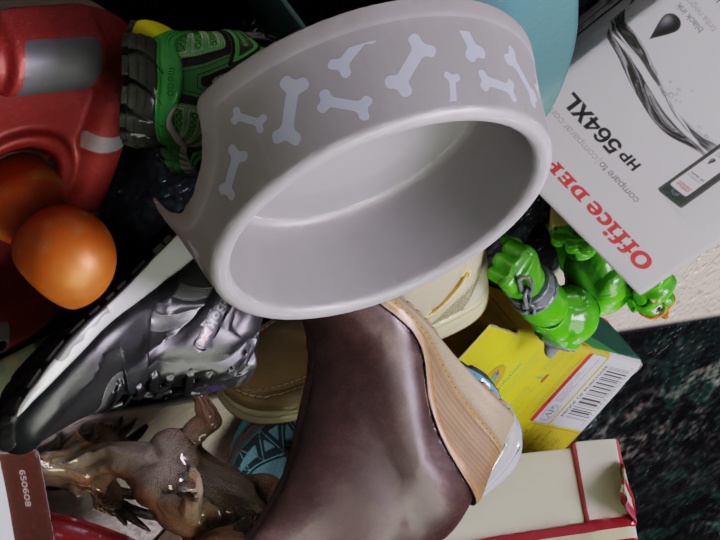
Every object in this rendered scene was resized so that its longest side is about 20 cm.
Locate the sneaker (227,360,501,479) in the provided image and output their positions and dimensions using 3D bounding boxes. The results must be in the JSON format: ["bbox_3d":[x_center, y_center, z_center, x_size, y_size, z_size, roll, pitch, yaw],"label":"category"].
[{"bbox_3d":[-0.010,0.119,1.472,0.200,0.096,0.079,-20,123,30],"label":"sneaker"}]

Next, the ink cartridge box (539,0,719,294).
[{"bbox_3d":[0.194,-0.101,1.354,0.200,0.146,0.084,-38,-164,31],"label":"ink cartridge box"}]

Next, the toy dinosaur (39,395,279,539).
[{"bbox_3d":[-0.099,0.140,1.412,0.136,0.200,0.086,-43,-170,52],"label":"toy dinosaur"}]

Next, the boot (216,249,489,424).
[{"bbox_3d":[0.000,0.000,1.409,0.200,0.073,0.156,-25,146,-23],"label":"boot"}]

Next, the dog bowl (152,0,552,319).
[{"bbox_3d":[0.002,-0.046,1.117,0.200,0.059,0.200,-18,154,-9],"label":"dog bowl"}]

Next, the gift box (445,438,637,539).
[{"bbox_3d":[0.115,0.225,1.615,0.186,0.185,0.200,-5,165,-12],"label":"gift box"}]

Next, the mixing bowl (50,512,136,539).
[{"bbox_3d":[-0.182,0.214,1.422,0.200,0.200,0.109,52,50,-58],"label":"mixing bowl"}]

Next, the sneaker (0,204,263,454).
[{"bbox_3d":[-0.098,0.038,1.188,0.200,0.088,0.076,-45,-171,-27],"label":"sneaker"}]

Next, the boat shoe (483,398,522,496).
[{"bbox_3d":[0.026,0.156,1.522,0.200,0.074,0.065,-49,163,-11],"label":"boat shoe"}]

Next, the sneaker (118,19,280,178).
[{"bbox_3d":[-0.063,-0.082,1.178,0.200,0.085,0.078,-22,117,-82],"label":"sneaker"}]

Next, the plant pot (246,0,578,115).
[{"bbox_3d":[0.027,-0.133,1.219,0.141,0.141,0.200,-33,152,-7],"label":"plant pot"}]

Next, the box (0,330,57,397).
[{"bbox_3d":[-0.147,0.048,1.287,0.200,0.036,0.144,-30,176,-25],"label":"box"}]

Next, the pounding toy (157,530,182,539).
[{"bbox_3d":[-0.116,0.294,1.555,0.200,0.184,0.142,-47,146,14],"label":"pounding toy"}]

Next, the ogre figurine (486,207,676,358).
[{"bbox_3d":[0.163,-0.026,1.521,0.120,0.098,0.200,77,32,-48],"label":"ogre figurine"}]

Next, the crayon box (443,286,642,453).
[{"bbox_3d":[0.095,0.079,1.622,0.127,0.051,0.200,-49,147,18],"label":"crayon box"}]

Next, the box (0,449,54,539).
[{"bbox_3d":[-0.273,0.199,1.228,0.166,0.165,0.200,-2,164,-41],"label":"box"}]

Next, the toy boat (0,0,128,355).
[{"bbox_3d":[-0.166,-0.031,1.153,0.130,0.131,0.200,-10,138,-36],"label":"toy boat"}]

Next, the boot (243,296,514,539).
[{"bbox_3d":[-0.017,0.095,1.331,0.200,0.072,0.166,43,77,-20],"label":"boot"}]
